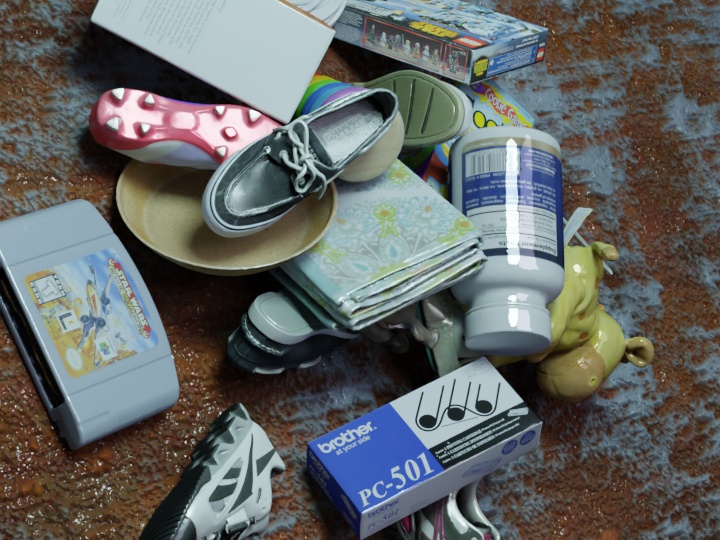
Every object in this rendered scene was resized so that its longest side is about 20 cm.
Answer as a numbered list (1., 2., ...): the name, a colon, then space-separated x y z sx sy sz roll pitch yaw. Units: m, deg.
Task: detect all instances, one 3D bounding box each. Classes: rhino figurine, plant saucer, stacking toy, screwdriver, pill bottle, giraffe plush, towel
1. rhino figurine: 0.000 0.000 1.751 0.087 0.060 0.200 32 20 -44
2. plant saucer: -0.121 -0.056 1.658 0.199 0.036 0.201 3 42 -3
3. stacking toy: -0.031 -0.154 1.763 0.085 0.086 0.200 29 7 -29
4. screwdriver: 0.221 -0.048 1.971 0.029 0.028 0.200 21 21 -27
5. pill bottle: 0.139 -0.026 1.748 0.111 0.111 0.201 16 66 -37
6. giraffe plush: 0.204 0.061 1.877 0.200 0.172 0.163 -42 122 -16
7. towel: -0.003 -0.033 1.701 0.171 0.048 0.200 -25 47 -25

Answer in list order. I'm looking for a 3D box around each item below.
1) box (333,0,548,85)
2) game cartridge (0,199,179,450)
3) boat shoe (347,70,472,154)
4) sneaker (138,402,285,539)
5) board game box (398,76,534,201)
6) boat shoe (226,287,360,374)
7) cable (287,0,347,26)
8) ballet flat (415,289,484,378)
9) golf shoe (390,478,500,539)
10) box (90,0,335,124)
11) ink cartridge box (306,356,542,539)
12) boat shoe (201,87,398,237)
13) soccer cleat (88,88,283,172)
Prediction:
1. box: 0.075 -0.249 1.910 0.137 0.199 0.040 -21 126 -47
2. game cartridge: -0.235 0.040 1.559 0.133 0.041 0.201 -22 84 -43
3. boat shoe: 0.042 -0.153 1.809 0.068 0.199 0.075 14 86 -43
4. sneaker: -0.119 0.206 1.549 0.089 0.074 0.200 46 45 -12
5. board game box: 0.089 -0.101 1.891 0.105 0.103 0.201 40 46 -20
6. boat shoe: -0.061 0.055 1.694 0.076 0.060 0.200 47 20 20
7. cable: -0.101 -0.313 1.844 0.199 0.069 0.201 -4 68 -40
8. ballet flat: 0.102 0.096 1.786 0.067 0.062 0.201 -52 130 -69
9. golf shoe: 0.086 0.276 1.689 0.077 0.088 0.201 13 60 -58
10. box: -0.136 -0.228 1.679 0.199 0.098 0.124 27 7 -12
11. ink cartridge box: 0.058 0.161 1.681 0.199 0.044 0.094 -25 53 -23
12. boat shoe: -0.049 -0.097 1.602 0.199 0.068 0.074 -29 92 -20
13. soccer cleat: -0.146 -0.116 1.653 0.199 0.076 0.067 13 75 -14
